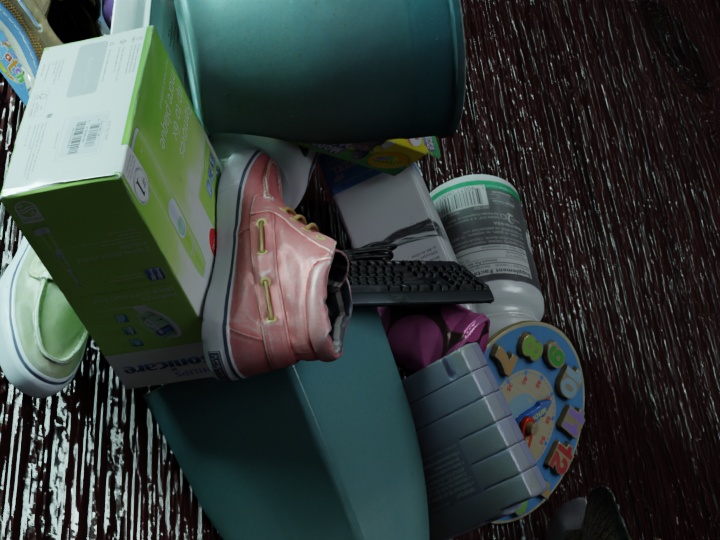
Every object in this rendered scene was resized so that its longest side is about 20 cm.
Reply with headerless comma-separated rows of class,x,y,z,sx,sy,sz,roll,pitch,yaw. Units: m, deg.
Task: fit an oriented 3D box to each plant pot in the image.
plant pot,-0.037,0.146,0.977,0.141,0.141,0.201,-25,91,-58
plant pot,-0.040,-0.182,0.942,0.200,0.186,0.202,169,-90,-83

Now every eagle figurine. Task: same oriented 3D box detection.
eagle figurine,0.223,0.285,1.209,0.200,0.150,0.153,17,61,-57

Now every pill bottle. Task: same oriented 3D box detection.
pill bottle,-0.093,-0.112,1.132,0.114,0.114,0.201,45,34,-21
pill bottle,0.130,0.010,1.347,0.113,0.113,0.201,25,45,-42

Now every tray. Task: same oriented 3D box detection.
tray,-0.151,-0.178,0.990,0.107,0.022,0.202,31,57,-59

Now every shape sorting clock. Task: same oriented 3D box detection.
shape sorting clock,0.155,0.149,1.247,0.199,0.039,0.202,-15,111,-43

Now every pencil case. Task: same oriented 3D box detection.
pencil case,0.013,0.039,1.090,0.091,0.199,0.094,-47,150,-30

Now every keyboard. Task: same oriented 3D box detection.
keyboard,0.000,0.000,1.010,0.199,0.021,0.127,1,18,-35

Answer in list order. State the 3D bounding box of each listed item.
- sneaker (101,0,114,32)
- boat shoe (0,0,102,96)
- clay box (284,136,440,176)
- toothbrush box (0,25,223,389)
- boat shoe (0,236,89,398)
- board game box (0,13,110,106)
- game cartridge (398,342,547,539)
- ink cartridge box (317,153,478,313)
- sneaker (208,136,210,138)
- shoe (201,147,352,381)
sneaker,-0.191,-0.250,1.065,0.201,0.088,0.081,-86,159,-46
boat shoe,-0.235,-0.203,0.979,0.072,0.072,0.201,-24,85,-57
clay box,-0.017,-0.154,1.119,0.199,0.047,0.116,15,52,-47
toothbrush box,-0.151,-0.039,0.875,0.201,0.085,0.146,70,17,-45
boat shoe,-0.212,-0.003,0.920,0.072,0.062,0.201,34,39,-34
board game box,-0.237,-0.204,1.080,0.152,0.036,0.200,54,31,-9
game cartridge,0.047,0.154,1.025,0.038,0.200,0.130,-23,83,-49
ink cartridge box,0.044,-0.017,1.221,0.145,0.083,0.201,52,15,-70
sneaker,-0.152,-0.181,1.078,0.079,0.074,0.201,44,41,-35
shoe,-0.051,-0.012,0.895,0.072,0.090,0.201,70,17,-46
